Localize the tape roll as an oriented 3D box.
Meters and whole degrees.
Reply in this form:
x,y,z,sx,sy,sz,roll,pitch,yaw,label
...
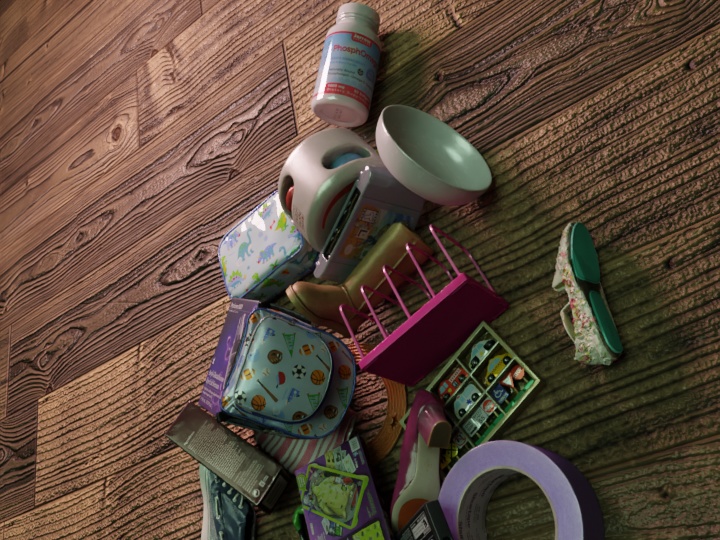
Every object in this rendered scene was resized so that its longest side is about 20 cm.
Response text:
x,y,z,sx,sy,sz,roll,pitch,yaw,label
0.199,0.322,0.893,0.197,0.084,0.204,-13,67,33,tape roll

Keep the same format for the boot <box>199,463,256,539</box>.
x,y,z,sx,sy,sz,roll,pitch,yaw,label
-0.220,0.387,1.208,0.089,0.072,0.204,-12,74,24,boot

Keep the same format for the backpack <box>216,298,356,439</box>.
x,y,z,sx,sy,sz,roll,pitch,yaw,label
-0.100,0.160,1.054,0.154,0.187,0.204,147,142,-78,backpack

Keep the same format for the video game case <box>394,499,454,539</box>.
x,y,z,sx,sy,sz,roll,pitch,yaw,label
0.092,0.421,0.907,0.201,0.025,0.183,114,143,-48,video game case

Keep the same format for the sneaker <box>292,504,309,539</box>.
x,y,z,sx,sy,sz,roll,pitch,yaw,label
-0.044,0.434,1.038,0.078,0.085,0.201,-49,52,13,sneaker

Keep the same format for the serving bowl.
x,y,z,sx,sy,sz,roll,pitch,yaw,label
0.102,-0.166,1.081,0.066,0.197,0.202,-54,48,34,serving bowl

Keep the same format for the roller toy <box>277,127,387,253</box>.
x,y,z,sx,sy,sz,roll,pitch,yaw,label
-0.034,-0.123,1.164,0.201,0.181,0.140,-50,53,11,roller toy

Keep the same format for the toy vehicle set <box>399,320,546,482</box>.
x,y,z,sx,sy,sz,roll,pitch,yaw,label
0.156,0.190,1.009,0.201,0.026,0.124,-52,51,11,toy vehicle set

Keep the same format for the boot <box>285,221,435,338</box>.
x,y,z,sx,sy,sz,roll,pitch,yaw,label
0.000,0.000,1.094,0.200,0.174,0.066,-47,53,11,boot

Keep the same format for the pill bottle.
x,y,z,sx,sy,sz,roll,pitch,yaw,label
-0.020,-0.376,1.292,0.107,0.108,0.204,2,76,37,pill bottle

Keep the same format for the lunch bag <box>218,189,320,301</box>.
x,y,z,sx,sy,sz,roll,pitch,yaw,label
-0.168,-0.041,1.303,0.199,0.082,0.163,-37,56,21,lunch bag

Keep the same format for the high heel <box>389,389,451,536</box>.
x,y,z,sx,sy,sz,roll,pitch,yaw,label
0.079,0.274,1.001,0.096,0.066,0.203,-123,51,-67,high heel

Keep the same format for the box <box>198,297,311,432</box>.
x,y,z,sx,sy,sz,roll,pitch,yaw,label
-0.181,0.157,1.197,0.147,0.103,0.204,-2,70,62,box

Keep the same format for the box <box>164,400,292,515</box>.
x,y,z,sx,sy,sz,roll,pitch,yaw,label
-0.214,0.307,1.156,0.198,0.101,0.075,29,69,18,box

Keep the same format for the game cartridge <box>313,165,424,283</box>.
x,y,z,sx,sy,sz,roll,pitch,yaw,label
0.020,-0.063,1.122,0.202,0.131,0.042,-62,36,23,game cartridge

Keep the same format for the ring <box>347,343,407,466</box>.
x,y,z,sx,sy,sz,roll,pitch,yaw,label
-0.012,0.217,1.134,0.198,0.019,0.204,-15,65,33,ring

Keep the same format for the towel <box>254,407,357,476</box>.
x,y,z,sx,sy,sz,roll,pitch,yaw,label
-0.096,0.256,1.156,0.199,0.030,0.149,26,93,44,towel

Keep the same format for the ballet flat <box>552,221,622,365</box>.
x,y,z,sx,sy,sz,roll,pitch,yaw,label
0.289,0.033,0.939,0.064,0.075,0.204,-33,52,42,ballet flat

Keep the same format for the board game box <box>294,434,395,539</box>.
x,y,z,sx,sy,sz,roll,pitch,yaw,label
-0.021,0.348,1.003,0.119,0.032,0.202,-28,45,8,board game box

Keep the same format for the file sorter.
x,y,z,sx,sy,sz,roll,pitch,yaw,label
0.086,0.051,1.040,0.200,0.138,0.126,-42,52,18,file sorter
